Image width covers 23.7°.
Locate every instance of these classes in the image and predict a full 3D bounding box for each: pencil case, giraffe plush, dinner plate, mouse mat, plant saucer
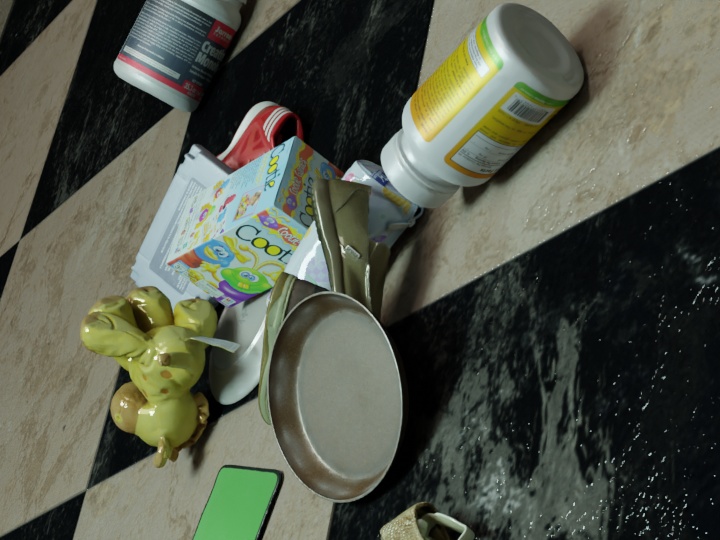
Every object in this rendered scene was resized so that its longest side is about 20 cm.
[{"bbox_3d":[-0.016,-0.018,1.801,0.200,0.091,0.083,-55,-9,14],"label":"pencil case"},{"bbox_3d":[-0.232,0.131,2.005,0.199,0.172,0.163,24,118,32],"label":"giraffe plush"},{"bbox_3d":[-0.131,0.061,2.018,0.200,0.024,0.201,-44,30,34],"label":"dinner plate"},{"bbox_3d":[-0.151,0.304,1.837,0.161,0.008,0.201,-6,61,62],"label":"mouse mat"},{"bbox_3d":[-0.017,0.120,1.642,0.200,0.032,0.201,2,93,50],"label":"plant saucer"}]

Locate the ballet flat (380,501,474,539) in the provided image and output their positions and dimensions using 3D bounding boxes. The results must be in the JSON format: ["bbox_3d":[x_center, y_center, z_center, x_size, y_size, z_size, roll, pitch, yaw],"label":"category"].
[{"bbox_3d":[0.073,0.240,1.397,0.065,0.070,0.200,-48,29,-2],"label":"ballet flat"}]

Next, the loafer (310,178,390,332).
[{"bbox_3d":[0.000,0.000,1.707,0.076,0.067,0.201,92,164,-85],"label":"loafer"}]

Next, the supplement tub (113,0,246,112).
[{"bbox_3d":[-0.263,-0.349,2.538,0.201,0.140,0.140,-62,25,3],"label":"supplement tub"}]

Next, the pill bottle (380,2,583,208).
[{"bbox_3d":[0.110,-0.152,1.648,0.200,0.111,0.111,-45,30,35],"label":"pill bottle"}]

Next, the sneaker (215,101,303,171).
[{"bbox_3d":[-0.140,-0.120,2.150,0.201,0.078,0.115,-65,23,-2],"label":"sneaker"}]

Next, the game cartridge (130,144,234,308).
[{"bbox_3d":[-0.201,-0.039,2.145,0.133,0.041,0.201,39,112,29],"label":"game cartridge"}]

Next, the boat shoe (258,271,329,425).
[{"bbox_3d":[-0.063,0.090,1.753,0.072,0.066,0.201,-63,-17,-47],"label":"boat shoe"}]

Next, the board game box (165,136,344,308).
[{"bbox_3d":[-0.112,-0.052,1.960,0.200,0.103,0.105,-25,38,43],"label":"board game box"}]
